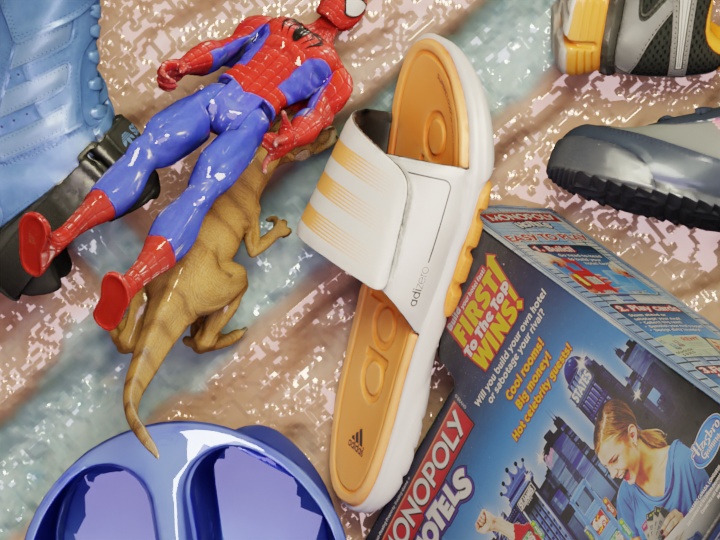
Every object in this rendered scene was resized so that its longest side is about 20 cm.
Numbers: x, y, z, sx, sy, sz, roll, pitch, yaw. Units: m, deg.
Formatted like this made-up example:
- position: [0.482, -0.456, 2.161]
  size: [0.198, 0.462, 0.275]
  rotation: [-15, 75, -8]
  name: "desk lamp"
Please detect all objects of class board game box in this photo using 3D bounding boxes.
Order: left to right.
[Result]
- position: [0.087, 0.076, 1.243]
  size: [0.061, 0.200, 0.201]
  rotation: [2, 129, -39]
  name: "board game box"

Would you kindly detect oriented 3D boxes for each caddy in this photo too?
- position: [-0.068, 0.158, 1.271]
  size: [0.141, 0.105, 0.201]
  rotation: [-9, 99, 3]
  name: "caddy"

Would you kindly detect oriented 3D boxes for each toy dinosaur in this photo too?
- position: [-0.075, 0.009, 1.239]
  size: [0.060, 0.106, 0.201]
  rotation: [26, 58, 0]
  name: "toy dinosaur"

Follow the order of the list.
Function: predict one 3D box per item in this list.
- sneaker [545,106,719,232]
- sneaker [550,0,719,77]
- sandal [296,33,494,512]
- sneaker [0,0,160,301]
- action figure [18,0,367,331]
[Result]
- position: [0.179, -0.056, 1.263]
  size: [0.199, 0.070, 0.083]
  rotation: [7, 84, -5]
  name: "sneaker"
- position: [0.135, -0.172, 1.233]
  size: [0.077, 0.078, 0.201]
  rotation: [12, 113, -4]
  name: "sneaker"
- position: [0.003, 0.003, 1.254]
  size: [0.059, 0.079, 0.208]
  rotation: [6, 102, -28]
  name: "sandal"
- position: [-0.119, -0.082, 1.248]
  size: [0.111, 0.077, 0.201]
  rotation: [31, 97, -5]
  name: "sneaker"
- position: [-0.056, -0.059, 1.217]
  size: [0.065, 0.200, 0.052]
  rotation: [32, 141, 14]
  name: "action figure"
